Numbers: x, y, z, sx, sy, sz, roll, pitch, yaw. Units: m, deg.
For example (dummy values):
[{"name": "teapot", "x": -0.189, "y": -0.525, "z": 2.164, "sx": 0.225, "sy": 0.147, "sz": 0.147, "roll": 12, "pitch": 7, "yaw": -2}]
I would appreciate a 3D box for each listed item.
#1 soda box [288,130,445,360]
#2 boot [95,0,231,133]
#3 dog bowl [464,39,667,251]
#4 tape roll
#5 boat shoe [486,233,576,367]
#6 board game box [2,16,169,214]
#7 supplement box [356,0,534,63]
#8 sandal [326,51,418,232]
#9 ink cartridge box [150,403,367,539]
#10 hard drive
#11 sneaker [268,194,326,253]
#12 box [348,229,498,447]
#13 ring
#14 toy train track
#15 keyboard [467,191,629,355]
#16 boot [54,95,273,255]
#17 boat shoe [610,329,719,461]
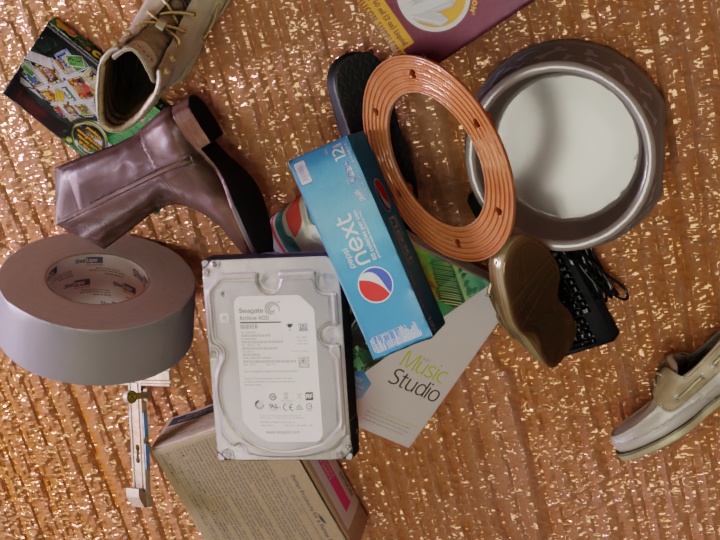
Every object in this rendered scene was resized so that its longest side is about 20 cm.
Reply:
[{"name": "soda box", "x": 0.008, "y": -0.024, "z": 1.430, "sx": 0.064, "sy": 0.068, "sz": 0.201, "roll": -22, "pitch": 93, "yaw": 16}, {"name": "boot", "x": -0.178, "y": -0.232, "z": 1.424, "sx": 0.072, "sy": 0.155, "sz": 0.200, "roll": 28, "pitch": 121, "yaw": -1}, {"name": "dog bowl", "x": 0.187, "y": -0.109, "z": 1.423, "sx": 0.199, "sy": 0.059, "sz": 0.201, "roll": 5, "pitch": 107, "yaw": 16}, {"name": "tape roll", "x": -0.267, "y": 0.035, "z": 1.561, "sx": 0.199, "sy": 0.200, "sz": 0.066, "roll": 11, "pitch": 119, "yaw": 9}, {"name": "boat shoe", "x": 0.150, "y": 0.026, "z": 1.464, "sx": 0.064, "sy": 0.071, "sz": 0.200, "roll": 29, "pitch": 161, "yaw": 33}, {"name": "board game box", "x": -0.257, "y": -0.156, "z": 1.563, "sx": 0.200, "sy": 0.023, "sz": 0.105, "roll": 39, "pitch": 119, "yaw": -7}, {"name": "supplement box", "x": 0.100, "y": -0.275, "z": 1.366, "sx": 0.200, "sy": 0.086, "sz": 0.111, "roll": -31, "pitch": 105, "yaw": 26}, {"name": "sandal", "x": 0.009, "y": -0.112, "z": 1.493, "sx": 0.075, "sy": 0.048, "sz": 0.201, "roll": -14, "pitch": 102, "yaw": -24}, {"name": "ink cartridge box", "x": -0.109, "y": 0.236, "z": 1.695, "sx": 0.164, "sy": 0.075, "sz": 0.201, "roll": -20, "pitch": 109, "yaw": 22}, {"name": "hard drive", "x": -0.077, "y": 0.083, "z": 1.484, "sx": 0.139, "sy": 0.038, "sz": 0.201, "roll": -1, "pitch": 98, "yaw": 13}, {"name": "sneaker", "x": 0.000, "y": -0.001, "z": 1.544, "sx": 0.200, "sy": 0.070, "sz": 0.093, "roll": 47, "pitch": 125, "yaw": -8}, {"name": "box", "x": 0.044, "y": 0.070, "z": 1.529, "sx": 0.144, "sy": 0.036, "sz": 0.200, "roll": 25, "pitch": 107, "yaw": -30}, {"name": "ring", "x": 0.072, "y": -0.102, "z": 1.387, "sx": 0.200, "sy": 0.019, "sz": 0.201, "roll": 36, "pitch": 142, "yaw": 35}, {"name": "toy train track", "x": -0.250, "y": 0.156, "z": 1.665, "sx": 0.114, "sy": 0.032, "sz": 0.201, "roll": -3, "pitch": 90, "yaw": 46}, {"name": "keyboard", "x": 0.188, "y": -0.003, "z": 1.511, "sx": 0.104, "sy": 0.040, "sz": 0.200, "roll": -23, "pitch": 110, "yaw": 25}, {"name": "boot", "x": -0.203, "y": -0.055, "z": 1.546, "sx": 0.199, "sy": 0.064, "sz": 0.187, "roll": -27, "pitch": 90, "yaw": 23}, {"name": "boat shoe", "x": 0.322, "y": 0.112, "z": 1.520, "sx": 0.200, "sy": 0.075, "sz": 0.068, "roll": -38, "pitch": 96, "yaw": 21}]
